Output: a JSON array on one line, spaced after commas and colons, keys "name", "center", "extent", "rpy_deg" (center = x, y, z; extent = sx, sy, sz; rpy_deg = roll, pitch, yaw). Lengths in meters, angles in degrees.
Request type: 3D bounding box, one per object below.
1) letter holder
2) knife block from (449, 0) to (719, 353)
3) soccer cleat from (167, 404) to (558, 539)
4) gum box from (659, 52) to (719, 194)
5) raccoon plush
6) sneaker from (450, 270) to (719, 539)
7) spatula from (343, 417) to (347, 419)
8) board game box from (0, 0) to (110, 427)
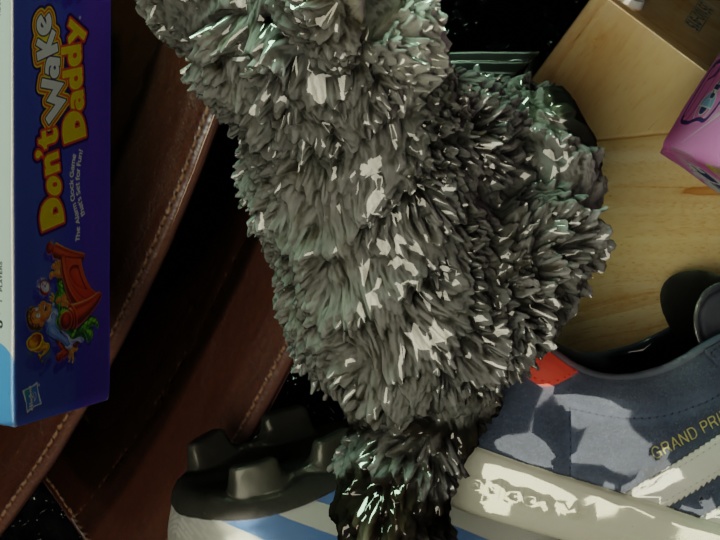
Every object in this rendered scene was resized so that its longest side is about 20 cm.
[{"name": "letter holder", "center": [-0.094, -0.008, 0.830], "extent": [0.142, 0.100, 0.201], "rpy_deg": [47, 120, 34]}, {"name": "knife block", "center": [0.074, -0.006, 0.836], "extent": [0.199, 0.064, 0.176], "rpy_deg": [36, 122, 3]}, {"name": "soccer cleat", "center": [0.032, 0.073, 0.839], "extent": [0.199, 0.070, 0.087], "rpy_deg": [-15, 109, -21]}, {"name": "gum box", "center": [0.174, -0.092, 0.698], "extent": [0.066, 0.113, 0.201], "rpy_deg": [33, 92, -15]}, {"name": "raccoon plush", "center": [0.000, 0.000, 0.696], "extent": [0.096, 0.134, 0.202], "rpy_deg": [-15, 67, 29]}, {"name": "sneaker", "center": [0.117, 0.049, 0.775], "extent": [0.198, 0.075, 0.085], "rpy_deg": [16, 91, -10]}, {"name": "spatula", "center": [0.069, 0.100, 0.864], "extent": [0.200, 0.021, 0.057], "rpy_deg": [35, 101, 31]}, {"name": "board game box", "center": [-0.136, -0.066, 0.760], "extent": [0.134, 0.045, 0.202], "rpy_deg": [8, 103, 32]}]
